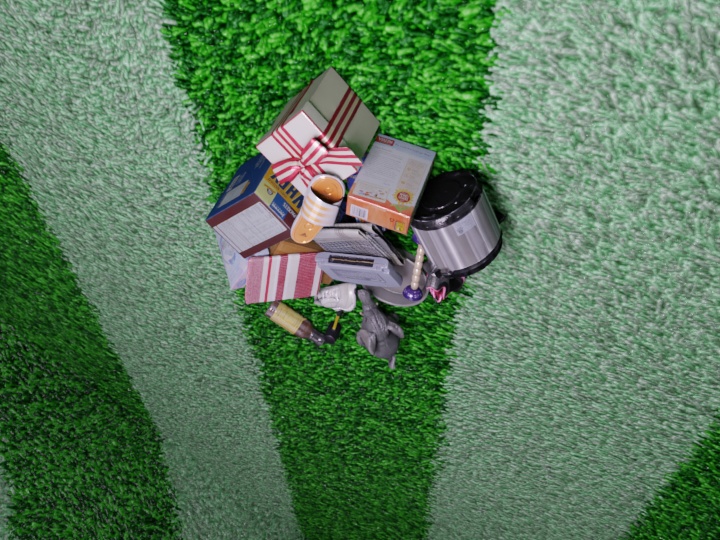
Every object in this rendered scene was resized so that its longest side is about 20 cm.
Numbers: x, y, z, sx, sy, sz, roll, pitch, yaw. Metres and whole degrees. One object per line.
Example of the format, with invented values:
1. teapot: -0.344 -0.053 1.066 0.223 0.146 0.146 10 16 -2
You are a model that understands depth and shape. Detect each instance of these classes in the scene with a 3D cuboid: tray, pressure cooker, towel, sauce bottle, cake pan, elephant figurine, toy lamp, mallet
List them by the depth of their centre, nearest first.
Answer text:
1. pressure cooker: 0.205 -0.083 1.359 0.173 0.181 0.201 -10 130 33
2. towel: -0.012 -0.055 1.521 0.196 0.035 0.192 1 154 32
3. toy lamp: 0.140 -0.027 1.525 0.057 0.058 0.203 16 123 11
4. towel: -0.190 0.015 1.609 0.196 0.023 0.146 -5 133 -23
5. tray: -0.141 -0.027 1.630 0.197 0.037 0.099 13 126 -36
6. cake pan: 0.085 0.013 1.648 0.196 0.037 0.202 15 140 13
7. elephant figurine: 0.046 0.157 1.711 0.152 0.144 0.200 21 166 8
8. mallet: -0.063 0.126 1.869 0.040 0.066 0.203 21 127 3
9. sauce bottle: -0.196 0.163 1.956 0.198 0.065 0.065 35 141 -12

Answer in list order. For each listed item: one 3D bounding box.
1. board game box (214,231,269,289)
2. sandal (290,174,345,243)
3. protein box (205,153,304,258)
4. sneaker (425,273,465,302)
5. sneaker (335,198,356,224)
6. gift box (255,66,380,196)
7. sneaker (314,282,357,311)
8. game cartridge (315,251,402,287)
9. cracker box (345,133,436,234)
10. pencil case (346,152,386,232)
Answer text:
1. board game box: -0.312 -0.085 1.654 0.043 0.203 0.200 -7 159 -33
2. sandal: -0.087 -0.107 1.309 0.078 0.060 0.208 11 139 -20
3. protein box: -0.216 -0.168 1.479 0.198 0.201 0.135 -19 126 42
4. sneaker: 0.194 0.032 1.522 0.077 0.097 0.200 10 169 25
5. sneaker: -0.049 -0.115 1.540 0.076 0.077 0.200 -11 134 41
6. gift box: -0.073 -0.261 1.304 0.199 0.189 0.183 41 140 -18
7. sneaker: -0.066 0.071 1.717 0.079 0.077 0.199 7 167 -22
8. game cartridge: 0.000 0.000 1.580 0.196 0.041 0.134 7 158 25
9. cracker box: 0.064 -0.180 1.308 0.131 0.202 0.058 19 144 7
10. pencil case: 0.018 -0.165 1.449 0.086 0.078 0.202 35 153 38
